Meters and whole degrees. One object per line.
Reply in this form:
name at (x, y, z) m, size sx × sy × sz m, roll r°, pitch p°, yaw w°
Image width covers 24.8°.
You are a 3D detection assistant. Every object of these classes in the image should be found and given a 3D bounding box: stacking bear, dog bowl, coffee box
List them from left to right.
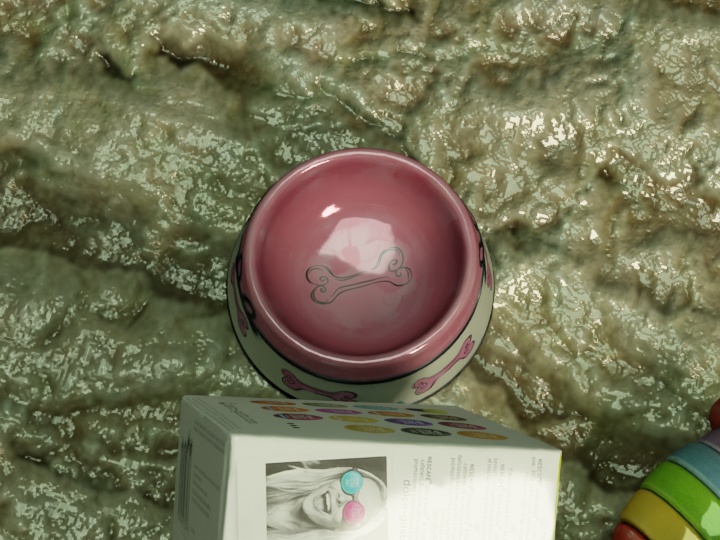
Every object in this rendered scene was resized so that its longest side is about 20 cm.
coffee box at (-0.007, 0.188, 0.996) m, size 0.197 × 0.200 × 0.201 m, roll 4°, pitch 92°, yaw -14°
dog bowl at (0.000, 0.000, 1.182) m, size 0.199 × 0.074 × 0.201 m, roll 0°, pitch 71°, yaw 0°
stacking bear at (0.218, 0.187, 1.099) m, size 0.200 × 0.114 × 0.121 m, roll -40°, pitch 75°, yaw -8°

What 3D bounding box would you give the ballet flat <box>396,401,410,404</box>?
ballet flat at (-0.015, 0.182, 1.127) m, size 0.071 × 0.069 × 0.200 m, roll 45°, pitch 80°, yaw -4°
